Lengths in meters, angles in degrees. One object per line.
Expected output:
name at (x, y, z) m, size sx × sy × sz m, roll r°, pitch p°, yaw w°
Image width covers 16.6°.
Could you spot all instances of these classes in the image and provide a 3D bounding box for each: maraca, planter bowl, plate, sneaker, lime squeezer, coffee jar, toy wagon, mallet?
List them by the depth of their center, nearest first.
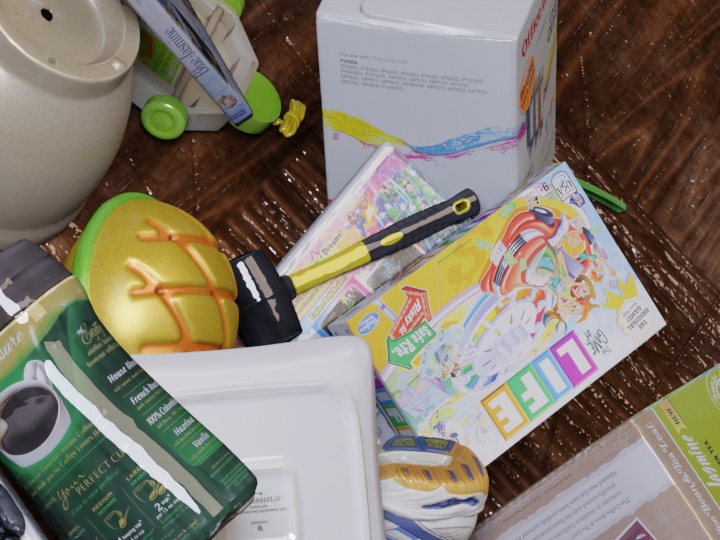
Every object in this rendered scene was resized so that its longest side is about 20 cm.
coffee jar at (-0.158, 0.084, 1.377) m, size 0.200 × 0.104 × 0.085 m, roll 48°, pitch 23°, yaw 0°
plate at (-0.066, 0.144, 1.472) m, size 0.199 × 0.032 × 0.201 m, roll -4°, pitch 86°, yaw -29°
maraca at (-0.136, 0.042, 1.522) m, size 0.137 × 0.107 × 0.200 m, roll 44°, pitch 41°, yaw -35°
planter bowl at (-0.223, -0.132, 1.559) m, size 0.200 × 0.135 × 0.201 m, roll 24°, pitch 46°, yaw -27°
sneaker at (-0.020, 0.150, 1.573) m, size 0.199 × 0.088 × 0.075 m, roll 10°, pitch 28°, yaw -9°
mallet at (0.000, 0.000, 1.635) m, size 0.199 × 0.041 × 0.066 m, roll -17°, pitch 86°, yaw -26°
toy wagon at (-0.128, -0.154, 1.743) m, size 0.200 × 0.040 × 0.155 m, roll 38°, pitch 40°, yaw -15°
lime squeezer at (0.146, -0.057, 1.926) m, size 0.200 × 0.038 × 0.071 m, roll -24°, pitch 77°, yaw -51°

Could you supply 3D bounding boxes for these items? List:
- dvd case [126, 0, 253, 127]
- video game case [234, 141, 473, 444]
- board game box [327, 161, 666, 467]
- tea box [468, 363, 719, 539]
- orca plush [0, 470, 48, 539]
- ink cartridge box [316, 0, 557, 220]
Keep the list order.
dvd case at (-0.141, -0.191, 1.614) m, size 0.143 × 0.018 × 0.200 m, roll 59°, pitch 6°, yaw 31°
video game case at (0.022, 0.045, 1.664) m, size 0.182 × 0.024 × 0.200 m, roll 43°, pitch 69°, yaw -8°
board game box at (0.094, 0.037, 1.656) m, size 0.200 × 0.034 × 0.135 m, roll -36°, pitch 98°, yaw -22°
tea box at (0.200, 0.169, 1.665) m, size 0.197 × 0.200 × 0.134 m, roll -25°, pitch 78°, yaw -51°
orca plush at (-0.198, 0.188, 1.401) m, size 0.200 × 0.071 × 0.105 m, roll 55°, pitch -6°, yaw 0°
ink cartridge box at (0.057, -0.130, 1.739) m, size 0.144 × 0.200 × 0.146 m, roll 8°, pitch 41°, yaw 13°
